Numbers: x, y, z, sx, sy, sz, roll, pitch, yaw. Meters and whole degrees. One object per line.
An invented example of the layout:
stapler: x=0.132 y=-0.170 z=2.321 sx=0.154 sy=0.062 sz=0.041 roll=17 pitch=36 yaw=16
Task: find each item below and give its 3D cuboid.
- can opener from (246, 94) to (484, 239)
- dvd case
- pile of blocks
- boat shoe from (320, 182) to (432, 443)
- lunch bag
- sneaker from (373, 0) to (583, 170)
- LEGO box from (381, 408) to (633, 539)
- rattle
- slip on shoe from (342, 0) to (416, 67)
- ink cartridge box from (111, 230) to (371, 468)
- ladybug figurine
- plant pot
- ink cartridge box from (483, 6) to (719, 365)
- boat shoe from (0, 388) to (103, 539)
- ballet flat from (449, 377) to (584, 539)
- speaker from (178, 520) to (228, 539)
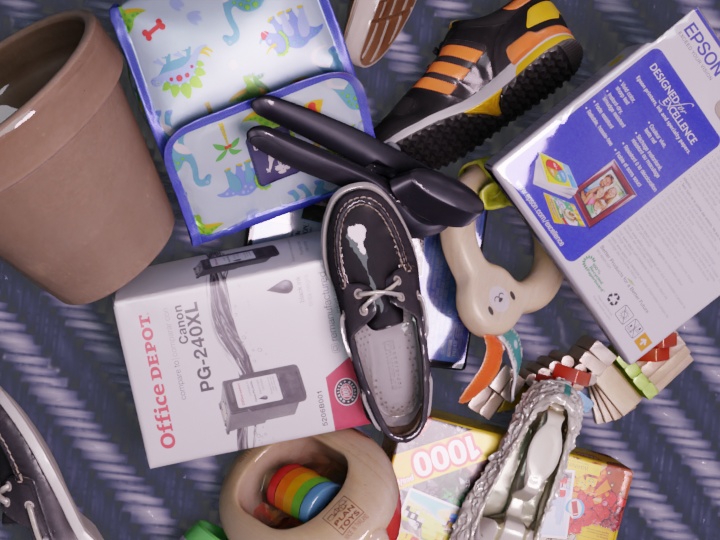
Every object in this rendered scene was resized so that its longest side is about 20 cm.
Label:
can opener: x=0.000 y=-0.083 z=1.493 sx=0.199 sy=0.079 sz=0.064 roll=26 pitch=49 yaw=-22
dvd case: x=0.000 y=0.000 z=1.610 sx=0.198 sy=0.018 sz=0.144 roll=7 pitch=94 yaw=-9
pile of blocks: x=0.187 y=0.095 z=1.620 sx=0.198 sy=0.062 sz=0.083 roll=-17 pitch=96 yaw=-6
boat shoe: x=0.015 y=0.034 z=1.475 sx=0.073 sy=0.060 sz=0.202 roll=-9 pitch=111 yaw=-6
lunch bag: x=-0.088 y=-0.139 z=1.533 sx=0.169 sy=0.127 sz=0.202 roll=-20 pitch=98 yaw=-4
sneaker: x=0.080 y=-0.155 z=1.594 sx=0.199 sy=0.070 sz=0.091 roll=-31 pitch=61 yaw=9
LEGO box: x=0.105 y=0.206 z=1.609 sx=0.198 sy=0.077 sz=0.150 roll=15 pitch=92 yaw=-9
rattle: x=0.139 y=-0.002 z=1.542 sx=0.130 sy=0.142 sz=0.202 roll=37 pitch=52 yaw=-42
slip on shoe: x=0.017 y=-0.265 z=1.573 sx=0.060 sy=0.076 sz=0.202 roll=20 pitch=96 yaw=22
ink cartridge box: x=-0.089 y=0.061 z=1.549 sx=0.198 sy=0.083 sz=0.147 roll=-12 pitch=108 yaw=-4
ladybug figurine: x=-0.033 y=0.189 z=1.540 sx=0.136 sy=0.200 sz=0.072 roll=-44 pitch=122 yaw=-13
plant pot: x=-0.237 y=-0.071 z=1.501 sx=0.200 sy=0.200 sz=0.175 roll=-37 pitch=116 yaw=-4
ink cartridge box: x=0.228 y=-0.065 z=1.505 sx=0.199 sy=0.047 sz=0.198 roll=-38 pitch=105 yaw=-3
boat shoe: x=-0.257 y=0.188 z=1.557 sx=0.060 sy=0.074 sz=0.201 roll=-29 pitch=105 yaw=-6
ballet flat: x=0.121 y=0.179 z=1.537 sx=0.071 sy=0.072 sz=0.202 roll=20 pitch=91 yaw=-9
speaker: x=-0.152 y=0.306 z=1.575 sx=0.088 sy=0.088 sz=0.201 roll=31 pitch=89 yaw=-9
